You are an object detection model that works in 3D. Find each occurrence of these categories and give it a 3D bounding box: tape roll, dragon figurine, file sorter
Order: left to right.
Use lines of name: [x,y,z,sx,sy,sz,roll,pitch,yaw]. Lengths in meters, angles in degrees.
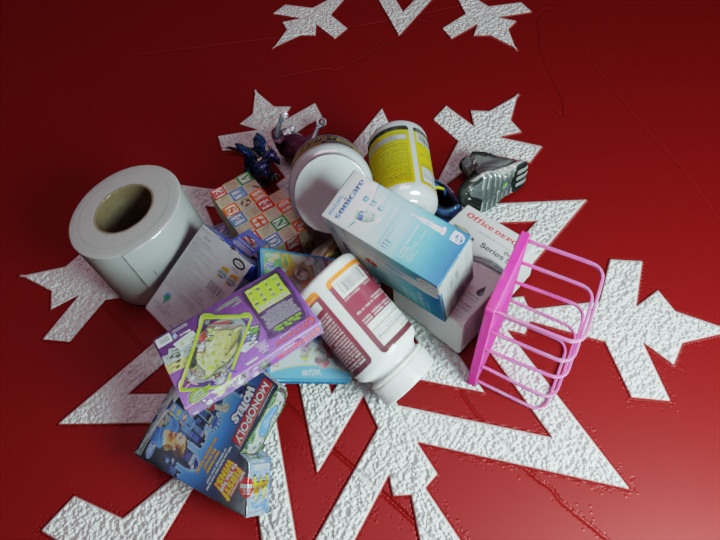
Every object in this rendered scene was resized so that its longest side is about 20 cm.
tape roll: [-0.378,-0.062,0.986,0.197,0.140,0.207,-7,53,9]
dragon figurine: [-0.215,-0.236,1.139,0.058,0.101,0.200,-29,55,-17]
file sorter: [0.240,0.080,0.783,0.123,0.202,0.140,22,57,19]

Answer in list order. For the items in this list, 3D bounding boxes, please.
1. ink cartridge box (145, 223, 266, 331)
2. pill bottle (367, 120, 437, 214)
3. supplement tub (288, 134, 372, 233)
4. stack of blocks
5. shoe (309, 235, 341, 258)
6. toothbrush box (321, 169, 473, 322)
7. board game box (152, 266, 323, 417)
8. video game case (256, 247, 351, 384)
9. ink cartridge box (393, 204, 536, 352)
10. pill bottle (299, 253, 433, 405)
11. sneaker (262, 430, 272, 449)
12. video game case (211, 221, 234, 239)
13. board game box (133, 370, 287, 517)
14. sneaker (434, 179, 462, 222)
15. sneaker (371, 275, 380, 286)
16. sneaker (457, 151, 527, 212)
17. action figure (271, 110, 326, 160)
ink cartridge box: [-0.232,0.022,0.909,0.135,0.076,0.202,35,91,28]
pill bottle: [0.073,-0.146,0.969,0.109,0.113,0.204,-5,60,2]
supplement tub: [-0.052,-0.149,0.968,0.140,0.148,0.201,-10,19,-2]
stack of blocks: [-0.179,-0.094,1.029,0.114,0.059,0.200,-31,55,-17]
shoe: [-0.079,-0.010,0.968,0.053,0.071,0.201,30,63,17]
toothbrush box: [0.057,-0.033,0.803,0.198,0.147,0.086,34,78,21]
board game box: [-0.161,0.087,0.746,0.197,0.033,0.120,-31,51,-16]
video game case: [-0.086,0.069,0.861,0.140,0.018,0.205,8,64,-33]
ink cartridge box: [0.168,0.007,0.918,0.144,0.085,0.199,35,63,28]
pill bottle: [0.008,0.086,0.820,0.114,0.114,0.201,-39,85,-23]
sneaker: [-0.157,0.165,0.829,0.065,0.092,0.204,1,52,8]
video game case: [-0.213,-0.049,1.047,0.196,0.019,0.144,-25,54,-12]
board game box: [-0.178,0.217,0.758,0.198,0.062,0.203,31,90,26]
sneaker: [0.126,-0.152,1.052,0.065,0.079,0.201,-28,53,-13]
sneaker: [0.000,0.000,0.950,0.078,0.075,0.204,2,53,8]
sneaker: [0.215,-0.171,1.054,0.197,0.077,0.114,-23,41,-39]
action figure: [-0.117,-0.241,1.156,0.132,0.153,0.199,-1,23,-38]
